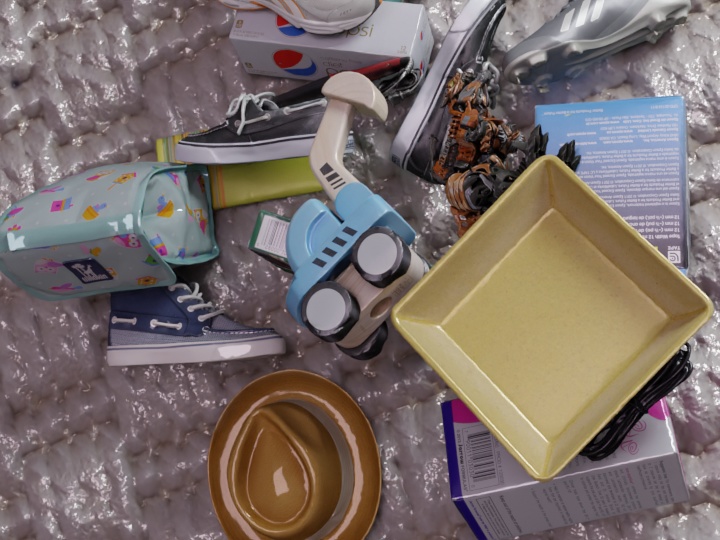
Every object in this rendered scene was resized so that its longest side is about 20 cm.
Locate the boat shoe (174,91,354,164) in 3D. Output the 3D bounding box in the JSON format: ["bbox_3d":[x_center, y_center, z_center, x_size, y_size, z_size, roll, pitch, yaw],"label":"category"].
[{"bbox_3d":[-0.101,-0.144,1.248,0.196,0.073,0.069,-2,96,29],"label":"boat shoe"}]

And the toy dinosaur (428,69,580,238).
[{"bbox_3d":[0.125,-0.083,1.147,0.134,0.102,0.203,-6,104,31],"label":"toy dinosaur"}]

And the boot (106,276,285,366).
[{"bbox_3d":[-0.171,0.048,1.267,0.196,0.073,0.092,-4,85,16],"label":"boot"}]

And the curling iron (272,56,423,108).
[{"bbox_3d":[-0.020,-0.183,1.248,0.198,0.026,0.050,0,54,42],"label":"curling iron"}]

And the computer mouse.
[{"bbox_3d":[0.189,0.079,1.087,0.141,0.046,0.200,-47,45,2],"label":"computer mouse"}]

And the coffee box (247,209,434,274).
[{"bbox_3d":[0.000,0.000,1.202,0.197,0.123,0.045,18,84,16],"label":"coffee box"}]

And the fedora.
[{"bbox_3d":[-0.075,0.196,1.209,0.197,0.082,0.204,-3,79,15],"label":"fedora"}]

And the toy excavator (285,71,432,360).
[{"bbox_3d":[-0.014,-0.053,1.109,0.195,0.100,0.200,-46,65,5],"label":"toy excavator"}]

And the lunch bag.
[{"bbox_3d":[-0.251,-0.040,1.232,0.167,0.200,0.124,-7,98,14],"label":"lunch bag"}]

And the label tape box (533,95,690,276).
[{"bbox_3d":[0.237,-0.056,1.174,0.141,0.066,0.204,-1,83,17],"label":"label tape box"}]

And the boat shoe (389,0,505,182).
[{"bbox_3d":[0.102,-0.183,1.221,0.067,0.074,0.201,29,91,11],"label":"boat shoe"}]

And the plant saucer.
[{"bbox_3d":[0.158,0.040,1.038,0.200,0.048,0.200,-45,66,4],"label":"plant saucer"}]

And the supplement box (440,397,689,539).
[{"bbox_3d":[0.183,0.162,1.117,0.197,0.104,0.102,-15,52,14],"label":"supplement box"}]

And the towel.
[{"bbox_3d":[-0.120,-0.112,1.312,0.196,0.018,0.088,-9,83,14],"label":"towel"}]

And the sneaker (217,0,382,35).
[{"bbox_3d":[-0.072,-0.295,1.218,0.197,0.092,0.077,14,61,20],"label":"sneaker"}]

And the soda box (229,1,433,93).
[{"bbox_3d":[-0.029,-0.236,1.272,0.197,0.068,0.065,9,68,17],"label":"soda box"}]

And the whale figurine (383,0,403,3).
[{"bbox_3d":[0.005,-0.339,1.267,0.197,0.104,0.162,-17,77,18],"label":"whale figurine"}]

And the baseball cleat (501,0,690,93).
[{"bbox_3d":[0.216,-0.247,1.206,0.197,0.070,0.108,-19,68,-9],"label":"baseball cleat"}]
